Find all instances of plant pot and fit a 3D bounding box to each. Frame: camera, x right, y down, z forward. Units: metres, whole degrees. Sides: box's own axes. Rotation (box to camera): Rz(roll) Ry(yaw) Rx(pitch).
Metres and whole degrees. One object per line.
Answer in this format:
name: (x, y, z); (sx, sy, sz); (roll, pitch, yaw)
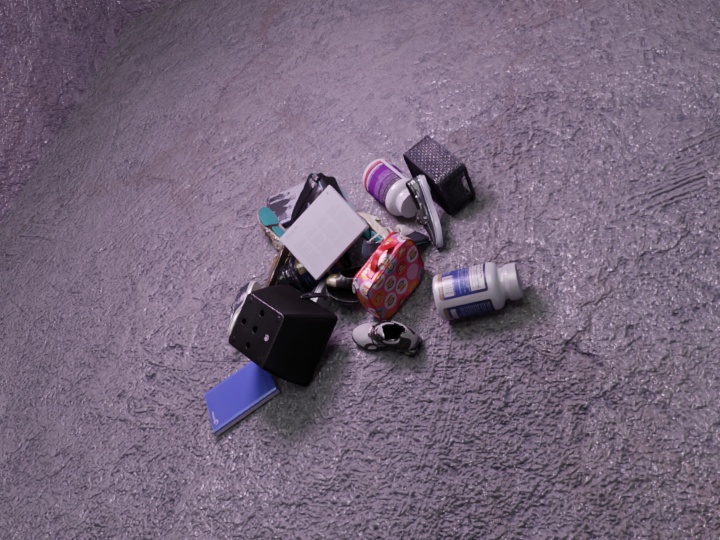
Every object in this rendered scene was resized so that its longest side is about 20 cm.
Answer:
plant pot: (-0.208, 0.153, 1.519); (0.197, 0.176, 0.204); (28, 95, 31)

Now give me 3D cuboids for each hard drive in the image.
hard drive: (-0.317, 0.326, 1.614); (0.198, 0.025, 0.133); (-35, 46, 1)

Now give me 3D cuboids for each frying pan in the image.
frying pan: (-0.060, 0.070, 1.600); (0.113, 0.032, 0.189); (27, 33, 27)

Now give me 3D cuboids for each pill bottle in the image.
pill bottle: (0.277, 0.044, 1.435); (0.195, 0.112, 0.113); (-14, 49, 20)
pill bottle: (-0.132, -0.011, 1.710); (0.197, 0.112, 0.113); (-27, 46, 8)
pill bottle: (0.095, -0.234, 1.753); (0.112, 0.113, 0.200); (-39, 46, -4)

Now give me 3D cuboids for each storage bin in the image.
storage bin: (0.218, -0.267, 1.691); (0.093, 0.136, 0.200); (-37, 46, -3)

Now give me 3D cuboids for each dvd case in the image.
dvd case: (-0.217, -0.214, 1.976); (0.196, 0.025, 0.153); (-20, 48, 14)

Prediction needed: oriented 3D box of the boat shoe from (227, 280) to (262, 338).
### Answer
boat shoe: (-0.344, 0.119, 1.761); (0.061, 0.075, 0.203); (-10, 47, 29)

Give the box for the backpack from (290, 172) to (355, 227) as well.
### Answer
backpack: (-0.116, -0.159, 1.773); (0.201, 0.151, 0.178); (-52, 49, 27)

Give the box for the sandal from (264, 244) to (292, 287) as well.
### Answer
sandal: (-0.235, -0.004, 1.799); (0.054, 0.081, 0.204); (5, 65, 46)

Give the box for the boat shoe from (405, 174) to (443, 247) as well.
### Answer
boat shoe: (0.172, -0.155, 1.631); (0.055, 0.069, 0.205); (-15, 81, -2)

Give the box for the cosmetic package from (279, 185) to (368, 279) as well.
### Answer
cosmetic package: (-0.097, -0.100, 1.622); (0.200, 0.052, 0.151); (-45, 86, 6)

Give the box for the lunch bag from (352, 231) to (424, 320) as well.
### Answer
lunch bag: (0.070, 0.009, 1.535); (0.081, 0.177, 0.201); (27, 70, 38)

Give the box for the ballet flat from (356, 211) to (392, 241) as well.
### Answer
ballet flat: (0.046, -0.115, 1.732); (0.069, 0.070, 0.200); (-39, 48, -4)

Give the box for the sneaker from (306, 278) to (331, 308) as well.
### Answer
sneaker: (-0.141, 0.106, 1.648); (0.078, 0.079, 0.203); (11, 63, 28)

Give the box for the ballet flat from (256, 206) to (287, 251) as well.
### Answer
ballet flat: (-0.272, -0.119, 1.893); (0.074, 0.065, 0.201); (-8, 43, -36)

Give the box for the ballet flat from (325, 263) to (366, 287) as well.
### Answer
ballet flat: (0.000, 0.000, 1.630); (0.195, 0.058, 0.067); (-15, 38, -6)

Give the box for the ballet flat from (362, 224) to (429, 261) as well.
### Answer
ballet flat: (0.092, -0.083, 1.619); (0.196, 0.074, 0.073); (-18, 44, -17)

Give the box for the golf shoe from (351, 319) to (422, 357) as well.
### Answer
golf shoe: (0.054, 0.150, 1.494); (0.196, 0.095, 0.079); (3, 57, 33)
